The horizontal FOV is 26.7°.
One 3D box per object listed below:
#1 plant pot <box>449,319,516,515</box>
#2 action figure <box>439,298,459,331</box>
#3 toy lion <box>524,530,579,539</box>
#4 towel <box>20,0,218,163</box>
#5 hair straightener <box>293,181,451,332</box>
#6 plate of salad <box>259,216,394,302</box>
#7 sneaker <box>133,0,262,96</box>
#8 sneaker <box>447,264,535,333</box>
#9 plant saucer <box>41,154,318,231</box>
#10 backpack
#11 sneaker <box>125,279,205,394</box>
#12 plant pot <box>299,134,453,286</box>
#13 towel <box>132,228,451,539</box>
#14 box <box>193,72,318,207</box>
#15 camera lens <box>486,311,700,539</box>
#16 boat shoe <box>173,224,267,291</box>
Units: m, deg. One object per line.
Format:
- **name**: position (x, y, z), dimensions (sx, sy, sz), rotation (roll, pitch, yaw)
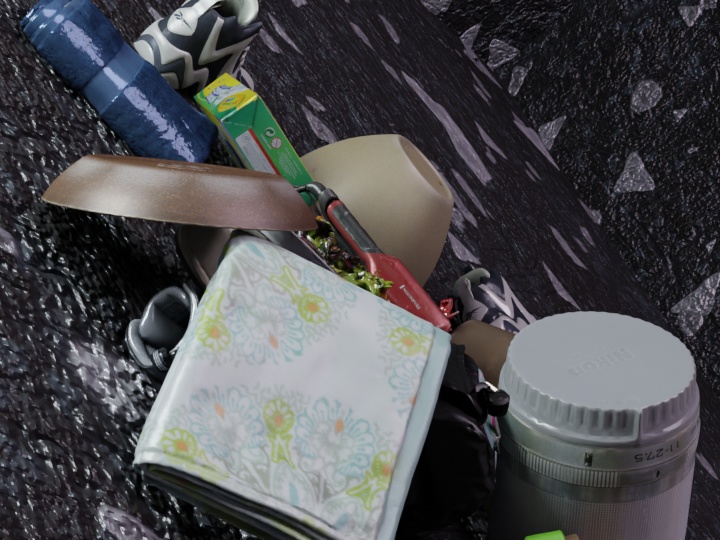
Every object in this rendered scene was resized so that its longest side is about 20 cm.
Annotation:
- **plant pot**: position (0.142, 0.140, 1.419), dimensions (0.174, 0.201, 0.200), rotation (35, 10, 18)
- **action figure**: position (0.041, 0.026, 1.385), dimensions (0.065, 0.099, 0.201), rotation (27, 31, -54)
- **toy lion**: position (0.143, 0.276, 1.045), dimensions (0.192, 0.068, 0.202), rotation (-85, 164, -86)
- **towel**: position (-0.208, -0.164, 1.335), dimensions (0.200, 0.048, 0.112), rotation (47, 16, -13)
- **hair straightener**: position (0.000, 0.000, 1.328), dimensions (0.200, 0.041, 0.077), rotation (47, -23, 14)
- **plate of salad**: position (-0.031, -0.011, 1.262), dimensions (0.200, 0.048, 0.200), rotation (44, -3, 3)
- **sneaker**: position (-0.135, -0.239, 1.576), dimensions (0.080, 0.129, 0.199), rotation (58, 16, 26)
- **sneaker**: position (0.170, 0.053, 1.837), dimensions (0.199, 0.079, 0.130), rotation (4, 56, -57)
- **plant saucer**: position (-0.127, -0.058, 1.089), dimensions (0.199, 0.037, 0.200), rotation (6, 5, -1)
- **backpack**: position (0.030, 0.123, 1.148), dimensions (0.200, 0.165, 0.128), rotation (-63, 154, -76)
- **sneaker**: position (-0.101, 0.047, 1.078), dimensions (0.114, 0.075, 0.200), rotation (48, 17, -17)
- **plant pot**: position (0.020, -0.065, 1.605), dimensions (0.200, 0.134, 0.201), rotation (46, 14, -15)
- **towel**: position (-0.039, 0.084, 0.983), dimensions (0.170, 0.048, 0.201), rotation (29, 52, -11)
- **box**: position (-0.102, -0.122, 1.443), dimensions (0.118, 0.048, 0.200), rotation (57, -3, -19)
- **camera lens**: position (0.182, 0.154, 1.196), dimensions (0.160, 0.158, 0.201), rotation (-101, -170, -62)
- **boat shoe**: position (-0.079, 0.028, 1.224), dimensions (0.200, 0.072, 0.059), rotation (41, -27, -21)
